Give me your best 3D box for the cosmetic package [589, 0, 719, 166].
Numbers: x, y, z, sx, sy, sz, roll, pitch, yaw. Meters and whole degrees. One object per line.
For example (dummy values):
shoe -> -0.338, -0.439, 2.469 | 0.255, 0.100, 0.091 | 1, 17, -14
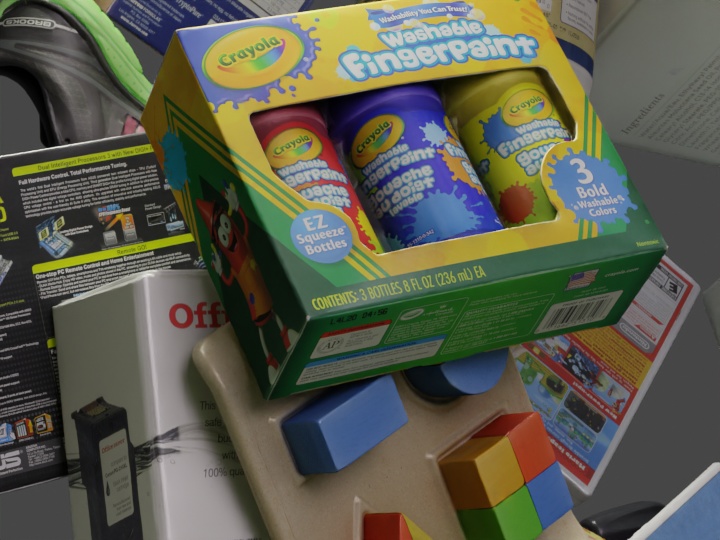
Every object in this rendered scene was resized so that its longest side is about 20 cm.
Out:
cosmetic package -> 0.207, -0.184, 1.707 | 0.199, 0.165, 0.166 | 10, 53, -30

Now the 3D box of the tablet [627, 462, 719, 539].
tablet -> 0.186, 0.188, 1.469 | 0.200, 0.014, 0.131 | -26, 96, -64

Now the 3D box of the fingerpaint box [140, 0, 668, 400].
fingerpaint box -> 0.020, -0.043, 1.296 | 0.199, 0.073, 0.168 | -10, 60, -28

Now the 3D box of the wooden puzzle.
wooden puzzle -> 0.028, 0.088, 1.314 | 0.185, 0.046, 0.201 | -32, 102, -40

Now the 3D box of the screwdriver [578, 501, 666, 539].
screwdriver -> 0.201, 0.134, 1.573 | 0.199, 0.028, 0.029 | -14, 97, -38

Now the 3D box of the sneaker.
sneaker -> -0.132, -0.063, 1.462 | 0.084, 0.077, 0.200 | -42, 91, -15

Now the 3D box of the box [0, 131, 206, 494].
box -> -0.145, 0.019, 1.356 | 0.199, 0.044, 0.161 | -13, 92, -39

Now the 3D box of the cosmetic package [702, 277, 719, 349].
cosmetic package -> 0.353, 0.022, 1.641 | 0.199, 0.199, 0.124 | 3, 57, -33

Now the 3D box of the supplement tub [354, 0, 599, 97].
supplement tub -> 0.072, -0.194, 1.593 | 0.144, 0.144, 0.202 | 12, 78, -28

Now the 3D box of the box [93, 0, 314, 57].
box -> -0.053, -0.201, 1.509 | 0.121, 0.201, 0.032 | 34, 2, -45

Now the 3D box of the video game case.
video game case -> 0.111, 0.027, 1.595 | 0.143, 0.017, 0.200 | 40, 45, -5

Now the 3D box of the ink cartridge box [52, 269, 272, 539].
ink cartridge box -> -0.062, 0.105, 1.322 | 0.144, 0.084, 0.202 | 0, 81, -39

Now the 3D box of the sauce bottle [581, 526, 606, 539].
sauce bottle -> 0.058, 0.138, 1.444 | 0.199, 0.066, 0.066 | 31, 46, -16
